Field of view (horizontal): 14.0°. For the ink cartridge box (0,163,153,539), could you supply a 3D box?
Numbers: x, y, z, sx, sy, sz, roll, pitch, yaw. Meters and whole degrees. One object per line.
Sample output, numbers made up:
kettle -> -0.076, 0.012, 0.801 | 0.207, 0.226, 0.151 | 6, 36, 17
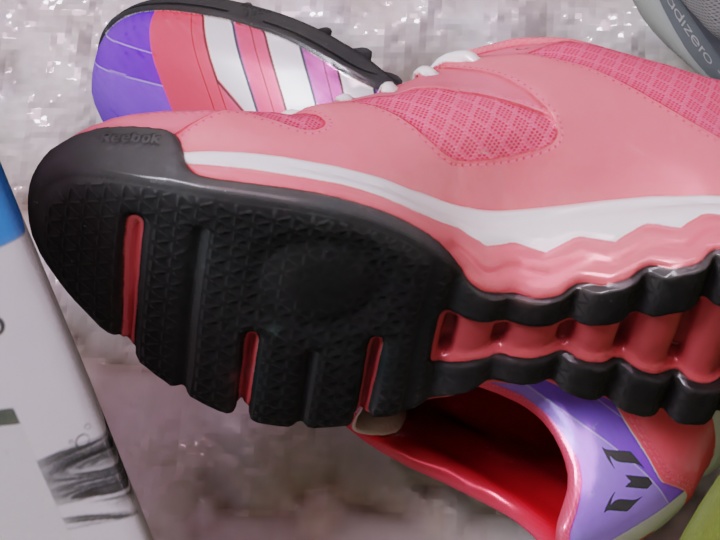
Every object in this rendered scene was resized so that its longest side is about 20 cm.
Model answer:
ink cartridge box -> -0.123, 0.057, 0.629 | 0.146, 0.200, 0.084 | -24, 21, -8

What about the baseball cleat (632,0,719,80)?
baseball cleat -> 0.133, -0.050, 0.732 | 0.200, 0.106, 0.070 | 36, 82, 27

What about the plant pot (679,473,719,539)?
plant pot -> 0.144, 0.075, 0.603 | 0.187, 0.200, 0.187 | -2, 59, 3

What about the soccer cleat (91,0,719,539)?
soccer cleat -> 0.000, 0.000, 0.729 | 0.200, 0.068, 0.073 | 35, 52, 18

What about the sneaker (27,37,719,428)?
sneaker -> 0.022, -0.016, 0.676 | 0.200, 0.074, 0.087 | 6, 46, -12
